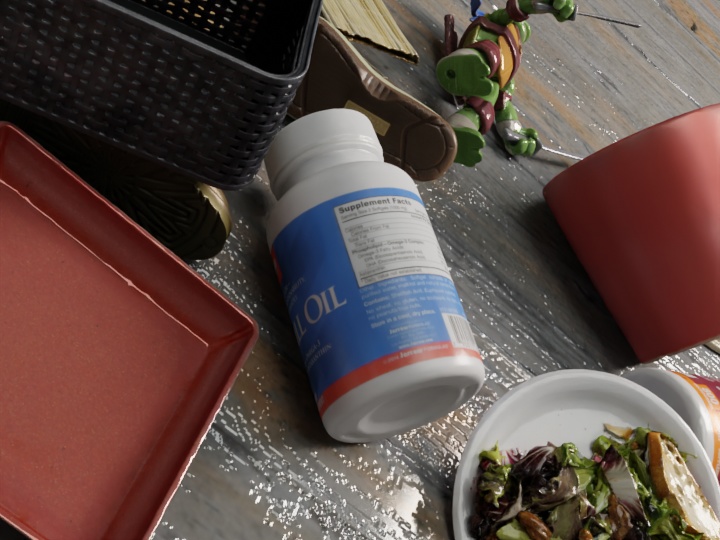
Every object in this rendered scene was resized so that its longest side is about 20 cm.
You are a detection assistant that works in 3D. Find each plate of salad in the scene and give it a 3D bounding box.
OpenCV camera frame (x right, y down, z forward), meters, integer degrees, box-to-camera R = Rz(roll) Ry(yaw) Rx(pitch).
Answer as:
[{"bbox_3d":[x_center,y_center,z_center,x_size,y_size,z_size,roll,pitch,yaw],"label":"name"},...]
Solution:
[{"bbox_3d":[0.159,0.165,0.721,0.196,0.048,0.204,3,72,-9],"label":"plate of salad"}]

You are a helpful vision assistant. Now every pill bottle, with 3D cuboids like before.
[{"bbox_3d":[0.286,0.145,0.859,0.197,0.114,0.116,11,53,-37],"label":"pill bottle"},{"bbox_3d":[0.000,0.000,0.709,0.111,0.112,0.203,3,58,-41],"label":"pill bottle"}]

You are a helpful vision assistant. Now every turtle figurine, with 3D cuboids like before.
[{"bbox_3d":[0.151,-0.171,0.954,0.200,0.144,0.194,44,44,-1],"label":"turtle figurine"}]

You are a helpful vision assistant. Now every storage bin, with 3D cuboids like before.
[{"bbox_3d":[-0.130,-0.153,0.633,0.197,0.094,0.137,23,44,-14],"label":"storage bin"}]

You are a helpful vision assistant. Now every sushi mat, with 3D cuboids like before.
[{"bbox_3d":[-0.019,-0.252,0.922,0.094,0.012,0.202,10,40,-37],"label":"sushi mat"}]

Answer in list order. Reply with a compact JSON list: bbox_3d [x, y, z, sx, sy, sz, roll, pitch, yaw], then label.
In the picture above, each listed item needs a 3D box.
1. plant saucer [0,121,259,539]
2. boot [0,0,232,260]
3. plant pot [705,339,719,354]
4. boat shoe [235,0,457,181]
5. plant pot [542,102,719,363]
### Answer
[{"bbox_3d":[-0.171,0.043,0.576,0.199,0.037,0.201,40,42,-13],"label":"plant saucer"},{"bbox_3d":[-0.132,-0.125,0.718,0.174,0.066,0.202,37,40,-15],"label":"boot"},{"bbox_3d":[0.412,-0.041,1.062,0.198,0.183,0.203,23,47,-28],"label":"plant pot"},{"bbox_3d":[-0.015,-0.138,0.847,0.201,0.075,0.075,39,7,-4],"label":"boat shoe"},{"bbox_3d":[0.283,-0.026,0.941,0.198,0.199,0.180,-11,76,-46],"label":"plant pot"}]
